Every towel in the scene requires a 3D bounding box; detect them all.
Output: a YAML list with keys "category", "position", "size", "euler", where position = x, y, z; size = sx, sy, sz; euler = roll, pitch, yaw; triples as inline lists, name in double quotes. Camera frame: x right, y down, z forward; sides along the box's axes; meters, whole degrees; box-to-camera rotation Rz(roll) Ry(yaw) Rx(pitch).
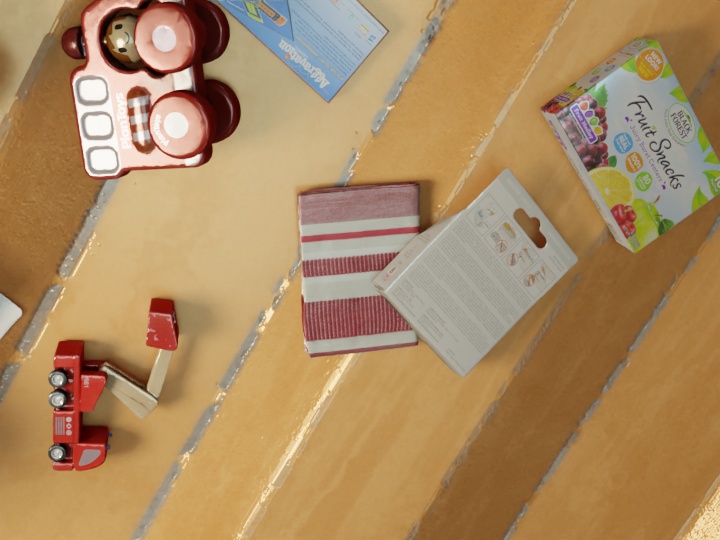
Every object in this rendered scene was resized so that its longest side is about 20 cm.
- category: "towel"
  position: [0.000, 0.000, 1.089]
  size: [0.142, 0.023, 0.203]
  euler: [-5, 110, -11]

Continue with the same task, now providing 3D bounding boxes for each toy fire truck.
- category: "toy fire truck"
  position: [-0.280, 0.133, 1.065]
  size: [0.139, 0.049, 0.203]
  euler: [3, 107, -11]
- category: "toy fire truck"
  position: [-0.221, -0.196, 0.951]
  size: [0.166, 0.112, 0.203]
  euler: [-3, 108, 11]

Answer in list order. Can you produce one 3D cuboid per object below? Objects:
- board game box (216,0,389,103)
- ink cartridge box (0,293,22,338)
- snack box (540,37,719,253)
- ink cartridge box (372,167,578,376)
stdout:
- category: "board game box"
  position: [-0.075, -0.283, 0.988]
  size: [0.200, 0.019, 0.103]
  euler: [41, 95, -19]
- category: "ink cartridge box"
  position: [-0.476, 0.031, 0.989]
  size: [0.200, 0.068, 0.115]
  euler: [42, 97, -19]
- category: "snack box"
  position: [0.319, -0.143, 1.083]
  size: [0.142, 0.053, 0.201]
  euler: [-36, 110, 1]
- category: "ink cartridge box"
  position: [0.136, 0.002, 1.096]
  size: [0.200, 0.057, 0.163]
  euler: [-47, 116, -6]
